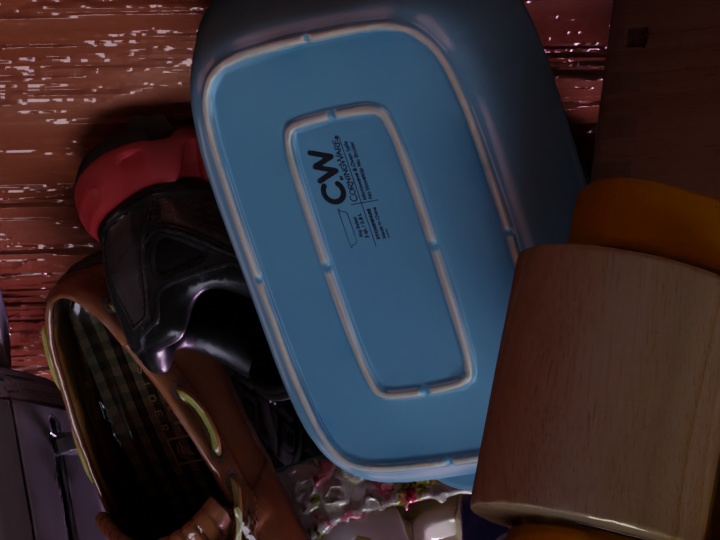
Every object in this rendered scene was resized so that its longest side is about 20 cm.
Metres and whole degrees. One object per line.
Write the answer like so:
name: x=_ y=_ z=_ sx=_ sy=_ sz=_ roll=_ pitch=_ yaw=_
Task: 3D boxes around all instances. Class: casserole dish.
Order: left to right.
casserole dish: x=0.012 y=-0.012 z=0.846 sx=0.120 sy=0.201 sz=0.039 roll=-10 pitch=-161 yaw=24

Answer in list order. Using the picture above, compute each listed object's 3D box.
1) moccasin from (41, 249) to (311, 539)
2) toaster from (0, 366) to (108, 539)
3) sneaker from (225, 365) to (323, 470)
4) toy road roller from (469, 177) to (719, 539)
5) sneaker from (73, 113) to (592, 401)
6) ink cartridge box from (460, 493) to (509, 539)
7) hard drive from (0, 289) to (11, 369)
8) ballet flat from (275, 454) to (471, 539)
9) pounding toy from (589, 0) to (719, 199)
moccasin: x=-0.064 y=0.090 z=0.979 sx=0.073 sy=0.203 sz=0.078 roll=-7 pitch=-164 yaw=28
toaster: x=-0.187 y=0.110 z=1.042 sx=0.199 sy=0.130 sz=0.114 roll=-11 pitch=166 yaw=25
sneaker: x=-0.059 y=0.070 z=1.102 sx=0.090 sy=0.076 sz=0.200 roll=-8 pitch=152 yaw=17
toy road roller: x=0.122 y=0.061 z=0.824 sx=0.199 sy=0.124 sz=0.146 roll=15 pitch=168 yaw=-14
sneaker: x=0.000 y=0.000 z=0.944 sx=0.199 sy=0.098 sz=0.071 roll=0 pitch=151 yaw=-15
ink cartridge box: x=0.137 y=0.128 z=0.916 sx=0.199 sy=0.200 sz=0.041 roll=1 pitch=125 yaw=-3
hard drive: x=-0.236 y=0.009 z=0.990 sx=0.199 sy=0.026 sz=0.132 roll=-5 pitch=154 yaw=-3
ballet flat: x=0.037 y=0.099 z=1.027 sx=0.199 sy=0.064 sz=0.076 roll=-12 pitch=132 yaw=1
pounding toy: x=0.183 y=-0.045 z=0.884 sx=0.183 sy=0.143 sz=0.200 roll=-2 pitch=155 yaw=25
